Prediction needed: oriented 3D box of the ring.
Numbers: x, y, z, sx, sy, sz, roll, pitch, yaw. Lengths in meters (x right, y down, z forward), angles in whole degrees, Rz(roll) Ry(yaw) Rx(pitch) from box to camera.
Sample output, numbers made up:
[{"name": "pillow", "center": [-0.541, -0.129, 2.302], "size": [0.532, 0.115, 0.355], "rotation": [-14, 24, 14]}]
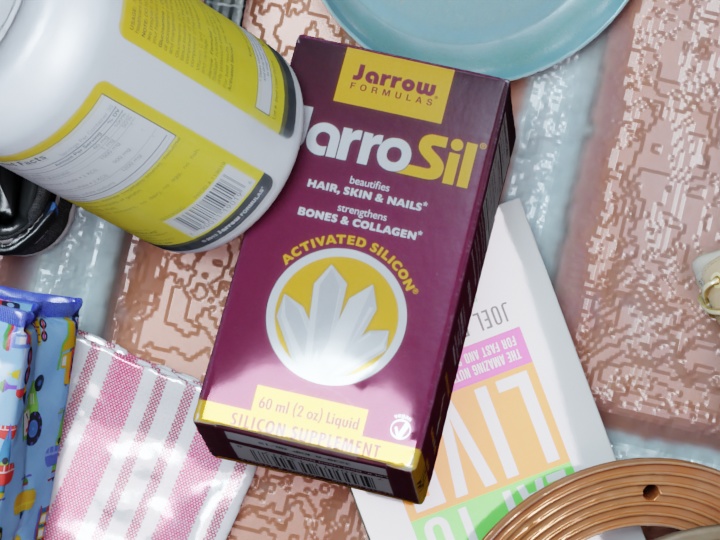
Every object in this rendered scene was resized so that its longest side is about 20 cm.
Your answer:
[{"name": "ring", "center": [0.131, 0.184, 1.345], "size": [0.200, 0.019, 0.201], "rotation": [-5, 112, -13]}]

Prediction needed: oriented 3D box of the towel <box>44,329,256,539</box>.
[{"name": "towel", "center": [-0.160, 0.102, 1.369], "size": [0.200, 0.030, 0.146], "rotation": [21, 91, 0]}]

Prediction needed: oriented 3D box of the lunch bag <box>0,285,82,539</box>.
[{"name": "lunch bag", "center": [-0.254, 0.071, 1.324], "size": [0.200, 0.094, 0.151], "rotation": [11, 95, 12]}]

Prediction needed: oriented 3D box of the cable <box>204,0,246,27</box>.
[{"name": "cable", "center": [-0.053, -0.149, 1.336], "size": [0.050, 0.097, 0.200], "rotation": [4, 94, -12]}]

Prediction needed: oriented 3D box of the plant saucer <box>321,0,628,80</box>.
[{"name": "plant saucer", "center": [0.058, -0.193, 1.339], "size": [0.200, 0.027, 0.200], "rotation": [-4, 104, -17]}]

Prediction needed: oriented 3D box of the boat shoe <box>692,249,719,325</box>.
[{"name": "boat shoe", "center": [0.201, 0.002, 1.352], "size": [0.069, 0.074, 0.200], "rotation": [12, 81, 2]}]

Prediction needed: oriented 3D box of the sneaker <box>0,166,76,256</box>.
[{"name": "sneaker", "center": [-0.181, -0.107, 1.325], "size": [0.073, 0.112, 0.200], "rotation": [-13, 91, -1]}]

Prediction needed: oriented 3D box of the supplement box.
[{"name": "supplement box", "center": [0.000, 0.000, 1.304], "size": [0.110, 0.086, 0.200], "rotation": [12, 75, 7]}]

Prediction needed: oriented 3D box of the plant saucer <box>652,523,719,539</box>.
[{"name": "plant saucer", "center": [0.168, 0.213, 1.339], "size": [0.200, 0.029, 0.200], "rotation": [-5, 111, -14]}]

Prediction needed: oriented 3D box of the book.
[{"name": "book", "center": [0.053, 0.080, 1.365], "size": [0.133, 0.048, 0.200], "rotation": [-21, 87, -1]}]

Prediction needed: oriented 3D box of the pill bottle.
[{"name": "pill bottle", "center": [-0.126, -0.091, 1.228], "size": [0.200, 0.112, 0.112], "rotation": [30, 91, -45]}]
